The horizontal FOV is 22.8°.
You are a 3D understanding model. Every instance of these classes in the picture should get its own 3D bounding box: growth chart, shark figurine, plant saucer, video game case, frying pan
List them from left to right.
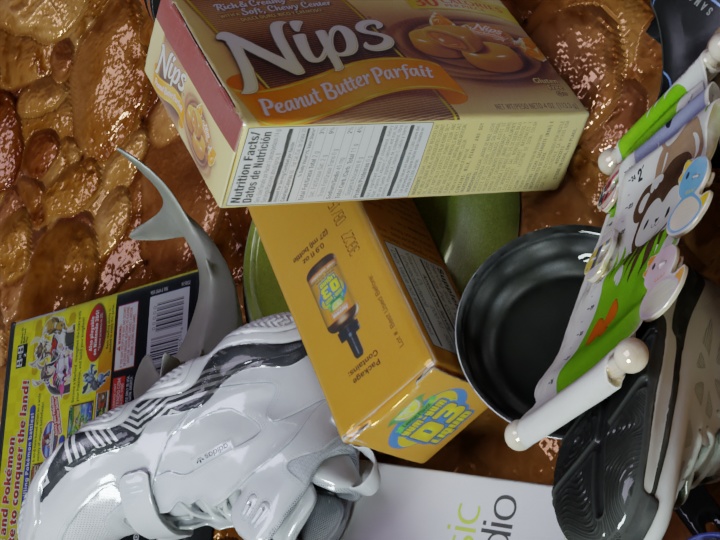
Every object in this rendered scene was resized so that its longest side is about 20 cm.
[{"bbox_3d":[-0.158,0.112,1.096,0.180,0.025,0.202,-15,64,37],"label":"video game case"},{"bbox_3d":[-0.102,0.042,1.007,0.127,0.090,0.216,4,73,17],"label":"shark figurine"},{"bbox_3d":[0.000,-0.017,1.003,0.199,0.031,0.202,-19,60,36],"label":"plant saucer"},{"bbox_3d":[0.117,-0.013,0.773,0.145,0.018,0.201,-54,10,55],"label":"growth chart"},{"bbox_3d":[0.131,0.051,0.847,0.189,0.031,0.115,35,71,22],"label":"frying pan"}]

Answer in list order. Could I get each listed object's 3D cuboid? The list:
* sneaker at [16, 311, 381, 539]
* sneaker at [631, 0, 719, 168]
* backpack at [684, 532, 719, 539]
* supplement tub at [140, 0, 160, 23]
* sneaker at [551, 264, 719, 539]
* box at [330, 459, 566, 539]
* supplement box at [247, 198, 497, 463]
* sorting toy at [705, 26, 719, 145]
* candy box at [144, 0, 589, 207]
[{"bbox_3d":[-0.083,0.117,0.921,0.199,0.075,0.115,-35,55,5],"label":"sneaker"},{"bbox_3d":[0.183,-0.148,0.864,0.077,0.070,0.202,7,78,36],"label":"sneaker"},{"bbox_3d":[0.137,0.229,0.694,0.200,0.147,0.184,-42,50,16],"label":"backpack"},{"bbox_3d":[-0.078,-0.188,1.081,0.123,0.122,0.201,-47,48,17],"label":"supplement tub"},{"bbox_3d":[0.151,0.067,0.747,0.076,0.115,0.201,-56,5,32],"label":"sneaker"},{"bbox_3d":[0.042,0.173,0.882,0.199,0.036,0.146,1,73,44],"label":"box"},{"bbox_3d":[0.000,0.000,0.930,0.066,0.069,0.201,-41,49,23],"label":"supplement box"},{"bbox_3d":[0.226,-0.056,0.699,0.200,0.069,0.200,124,145,-57],"label":"sorting toy"},{"bbox_3d":[0.003,-0.092,0.913,0.116,0.198,0.056,58,142,41],"label":"candy box"}]
